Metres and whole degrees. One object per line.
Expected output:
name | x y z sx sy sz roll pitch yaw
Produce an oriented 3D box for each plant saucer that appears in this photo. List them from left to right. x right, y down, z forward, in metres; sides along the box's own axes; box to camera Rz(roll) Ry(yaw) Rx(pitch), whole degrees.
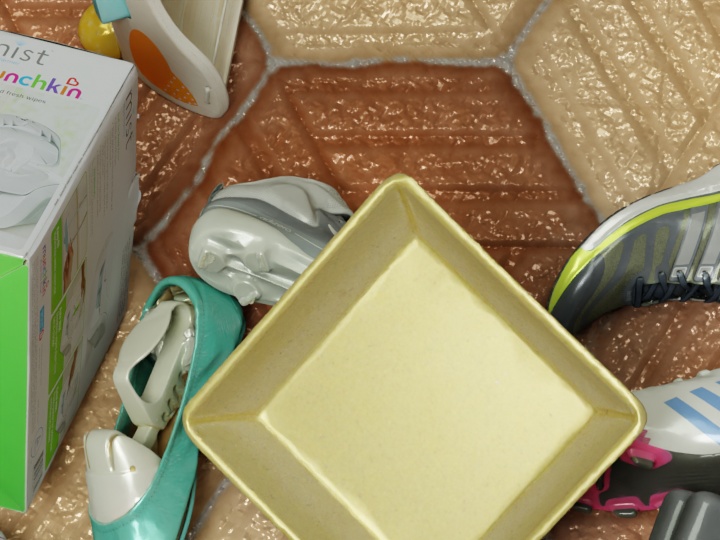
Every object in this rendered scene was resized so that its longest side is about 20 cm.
plant saucer | 0.033 0.081 1.644 0.200 0.048 0.200 45 105 11

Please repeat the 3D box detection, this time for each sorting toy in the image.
sorting toy | -0.120 -0.225 1.769 0.106 0.180 0.201 7 67 7

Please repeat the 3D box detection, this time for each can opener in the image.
can opener | 0.171 0.223 1.622 0.067 0.053 0.201 26 78 -21

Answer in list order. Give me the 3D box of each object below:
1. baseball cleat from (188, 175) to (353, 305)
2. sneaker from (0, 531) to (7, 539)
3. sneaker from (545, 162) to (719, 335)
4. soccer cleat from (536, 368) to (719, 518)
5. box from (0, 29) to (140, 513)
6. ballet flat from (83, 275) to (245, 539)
baseball cleat | 0.000 0.000 1.726 0.200 0.070 0.107 27 40 -5
sneaker | -0.194 0.173 1.653 0.199 0.071 0.113 -6 67 13
sneaker | 0.200 -0.008 1.716 0.200 0.074 0.081 -28 71 -6
soccer cleat | 0.183 0.094 1.683 0.199 0.070 0.086 3 42 9
box | -0.195 0.000 1.639 0.096 0.200 0.177 14 44 8
ballet flat | -0.125 0.091 1.690 0.067 0.070 0.201 -8 56 44
